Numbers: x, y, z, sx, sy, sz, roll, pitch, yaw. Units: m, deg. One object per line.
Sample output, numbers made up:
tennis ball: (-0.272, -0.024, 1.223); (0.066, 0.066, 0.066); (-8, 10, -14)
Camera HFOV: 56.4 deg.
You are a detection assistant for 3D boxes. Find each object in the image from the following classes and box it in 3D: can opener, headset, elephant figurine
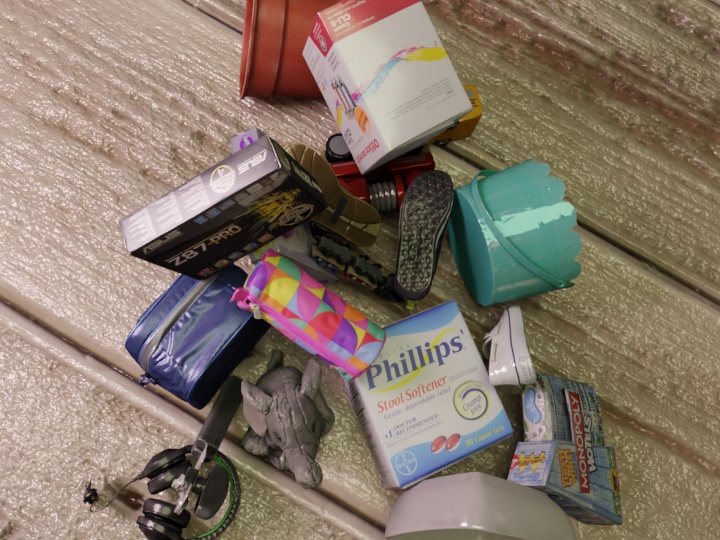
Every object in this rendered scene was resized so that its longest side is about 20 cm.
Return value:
can opener: (-0.189, 0.230, 0.877); (0.066, 0.053, 0.202); (27, 42, -12)
headset: (-0.260, 0.297, 0.885); (0.196, 0.094, 0.126); (7, 66, -22)
elephant figurine: (-0.088, 0.182, 0.866); (0.154, 0.200, 0.143); (34, 70, 4)

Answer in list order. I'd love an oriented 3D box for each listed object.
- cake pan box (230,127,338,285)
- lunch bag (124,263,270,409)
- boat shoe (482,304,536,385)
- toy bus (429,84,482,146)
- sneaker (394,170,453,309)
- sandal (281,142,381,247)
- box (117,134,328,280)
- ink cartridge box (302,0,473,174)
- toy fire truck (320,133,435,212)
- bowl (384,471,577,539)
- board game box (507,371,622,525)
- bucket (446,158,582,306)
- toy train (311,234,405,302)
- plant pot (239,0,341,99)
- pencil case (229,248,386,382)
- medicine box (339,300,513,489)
cake pan box: (-0.104, -0.081, 0.965); (0.051, 0.200, 0.188); (-16, 72, 19)
lunch bag: (-0.224, 0.081, 0.913); (0.131, 0.136, 0.201); (36, 69, 9)
boat shoe: (0.205, 0.102, 0.957); (0.065, 0.200, 0.075); (-13, 100, 12)
toy bus: (0.099, -0.251, 1.109); (0.196, 0.065, 0.080); (-9, 72, -11)
sneaker: (0.087, -0.046, 0.984); (0.070, 0.083, 0.204); (14, 80, 9)
sandal: (-0.051, -0.100, 0.943); (0.199, 0.054, 0.081); (36, 82, -34)
box: (-0.152, -0.066, 0.784); (0.197, 0.161, 0.050); (-28, 71, 9)
ink cartridge box: (0.033, -0.262, 0.930); (0.143, 0.145, 0.203); (-29, 93, -14)
toy fire truck: (0.037, -0.099, 1.034); (0.172, 0.129, 0.203); (-10, 63, -11)
bowl: (0.150, 0.311, 0.846); (0.197, 0.199, 0.076); (23, 59, -25)
board game box: (0.276, 0.241, 0.919); (0.198, 0.061, 0.204); (17, 65, -42)
bucket: (0.219, -0.053, 0.994); (0.132, 0.208, 0.211); (-17, 75, -8)
toy train: (0.000, 0.000, 0.977); (0.198, 0.045, 0.035); (30, 52, -36)
plant pot: (-0.085, -0.359, 1.062); (0.191, 0.201, 0.205); (5, 71, -15)
pencil case: (-0.064, 0.059, 0.840); (0.198, 0.088, 0.089); (33, 69, -13)
medicine box: (0.084, 0.175, 0.946); (0.179, 0.103, 0.203); (-20, 76, -14)
